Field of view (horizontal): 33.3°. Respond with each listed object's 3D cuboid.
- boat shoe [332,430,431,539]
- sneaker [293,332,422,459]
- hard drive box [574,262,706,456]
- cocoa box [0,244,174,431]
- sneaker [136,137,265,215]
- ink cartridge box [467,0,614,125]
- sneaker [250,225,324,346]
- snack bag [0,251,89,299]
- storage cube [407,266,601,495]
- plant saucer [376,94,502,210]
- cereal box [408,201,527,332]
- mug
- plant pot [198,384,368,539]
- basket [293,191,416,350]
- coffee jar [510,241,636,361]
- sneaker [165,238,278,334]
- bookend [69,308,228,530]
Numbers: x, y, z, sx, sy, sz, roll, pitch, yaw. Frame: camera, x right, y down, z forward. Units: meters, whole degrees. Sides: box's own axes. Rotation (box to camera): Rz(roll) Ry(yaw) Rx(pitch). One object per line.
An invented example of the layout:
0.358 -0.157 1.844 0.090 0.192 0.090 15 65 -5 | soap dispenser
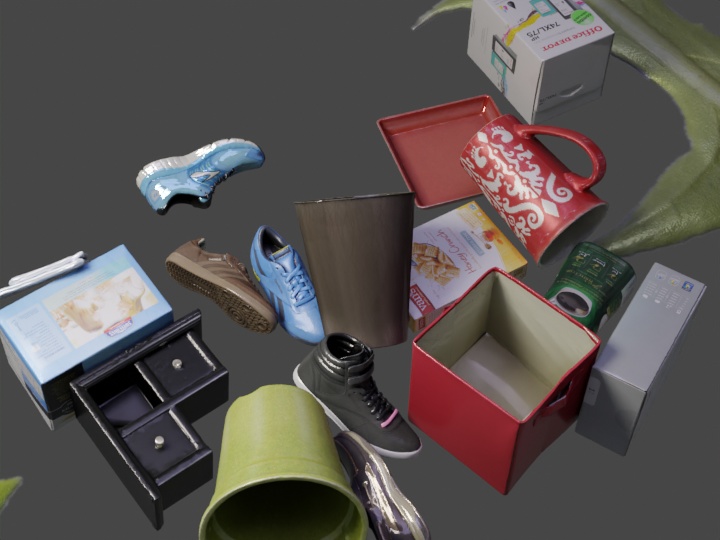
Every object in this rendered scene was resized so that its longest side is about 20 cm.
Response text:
0.011 0.282 1.494 0.073 0.075 0.200 -29 51 -15 | boat shoe
0.007 0.160 1.559 0.200 0.099 0.071 37 41 10 | sneaker
0.368 0.117 1.583 0.076 0.156 0.200 26 54 19 | hard drive box
-0.361 0.088 1.598 0.199 0.132 0.133 -31 63 -23 | cocoa box
-0.236 -0.135 1.838 0.199 0.078 0.090 -21 73 -13 | sneaker
0.293 -0.371 1.975 0.146 0.147 0.200 -23 56 -18 | ink cartridge box
-0.100 0.020 1.701 0.066 0.079 0.201 -22 57 -20 | sneaker
-0.465 0.018 1.639 0.199 0.189 0.022 -23 95 -9 | snack bag
0.179 0.141 1.544 0.199 0.180 0.171 35 58 25 | storage cube
0.148 -0.180 1.890 0.198 0.037 0.200 -14 53 -13 | plant saucer
0.122 -0.008 1.750 0.199 0.040 0.144 -26 56 -20 | cereal box
0.263 -0.136 1.759 0.177 0.133 0.200 -44 70 10 | mug
-0.099 0.248 1.462 0.199 0.201 0.185 -5 40 -5 | plant pot
0.000 0.000 1.628 0.179 0.202 0.136 -7 5 -34 | basket
0.295 0.058 1.672 0.104 0.086 0.200 31 56 18 | coffee jar
-0.184 0.013 1.708 0.199 0.071 0.076 31 56 21 | sneaker
-0.236 0.188 1.545 0.198 0.092 0.200 -30 63 -25 | bookend
